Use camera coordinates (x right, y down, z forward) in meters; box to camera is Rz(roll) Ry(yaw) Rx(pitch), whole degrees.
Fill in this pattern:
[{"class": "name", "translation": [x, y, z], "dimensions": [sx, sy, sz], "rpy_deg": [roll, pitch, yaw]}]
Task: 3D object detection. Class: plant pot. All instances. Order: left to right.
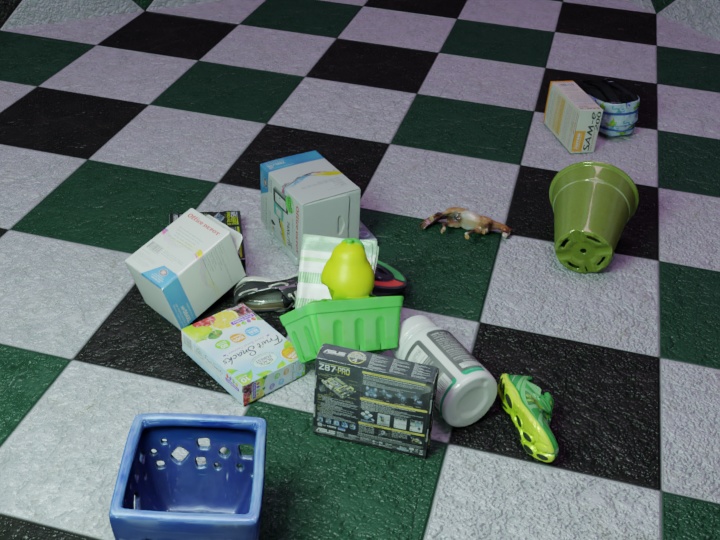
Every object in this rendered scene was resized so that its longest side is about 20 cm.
[{"class": "plant pot", "translation": [-0.230, 0.334, 1.318], "dimensions": [0.197, 0.182, 0.201], "rpy_deg": [1, 34, -1]}, {"class": "plant pot", "translation": [0.496, -0.100, 2.045], "dimensions": [0.198, 0.201, 0.191], "rpy_deg": [11, 48, 12]}]

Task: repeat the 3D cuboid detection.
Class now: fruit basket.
[{"class": "fruit basket", "translation": [-0.031, 0.052, 1.669], "dimensions": [0.214, 0.218, 0.155], "rpy_deg": [-21, -2, -32]}]

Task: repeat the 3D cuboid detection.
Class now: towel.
[{"class": "towel", "translation": [-0.048, 0.035, 1.799], "dimensions": [0.151, 0.203, 0.023], "rpy_deg": [5, -9, 5]}]

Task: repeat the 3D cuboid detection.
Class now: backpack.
[{"class": "backpack", "translation": [0.699, -0.459, 2.626], "dimensions": [0.161, 0.156, 0.200], "rpy_deg": [-5, 13, -15]}]

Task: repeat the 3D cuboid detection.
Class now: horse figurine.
[{"class": "horse figurine", "translation": [0.236, -0.107, 2.122], "dimensions": [0.198, 0.051, 0.132], "rpy_deg": [14, 22, 26]}]

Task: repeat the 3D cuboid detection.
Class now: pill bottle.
[{"class": "pill bottle", "translation": [0.141, 0.171, 1.650], "dimensions": [0.112, 0.114, 0.200], "rpy_deg": [-15, 38, -25]}]

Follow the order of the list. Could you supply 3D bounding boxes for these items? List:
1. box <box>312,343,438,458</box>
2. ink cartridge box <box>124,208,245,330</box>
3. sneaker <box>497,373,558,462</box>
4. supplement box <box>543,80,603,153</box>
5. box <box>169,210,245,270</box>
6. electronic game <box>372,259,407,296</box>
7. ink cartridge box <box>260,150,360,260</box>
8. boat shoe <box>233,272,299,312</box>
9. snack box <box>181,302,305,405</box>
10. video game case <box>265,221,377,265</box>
[{"class": "box", "translation": [0.022, 0.214, 1.534], "dimensions": [0.198, 0.163, 0.049], "rpy_deg": [10, 34, 12]}, {"class": "ink cartridge box", "translation": [-0.327, -0.012, 1.824], "dimensions": [0.128, 0.126, 0.200], "rpy_deg": [31, 60, 35]}, {"class": "sneaker", "translation": [0.297, 0.239, 1.598], "dimensions": [0.083, 0.075, 0.201], "rpy_deg": [-8, 35, -9]}, {"class": "supplement box", "translation": [0.576, -0.420, 2.554], "dimensions": [0.073, 0.127, 0.201], "rpy_deg": [-4, 35, -13]}, {"class": "box", "translation": [-0.330, -0.057, 2.013], "dimensions": [0.158, 0.045, 0.201], "rpy_deg": [-3, 35, -10]}, {"class": "electronic game", "translation": [0.000, 0.000, 1.908], "dimensions": [0.198, 0.042, 0.200], "rpy_deg": [17, 16, -5]}, {"class": "ink cartridge box", "translation": [-0.109, -0.140, 2.022], "dimensions": [0.145, 0.148, 0.200], "rpy_deg": [-17, 38, -27]}, {"class": "boat shoe", "translation": [-0.152, 0.047, 1.846], "dimensions": [0.197, 0.075, 0.061], "rpy_deg": [1, 34, 1]}, {"class": "snack box", "translation": [-0.214, 0.148, 1.709], "dimensions": [0.141, 0.053, 0.199], "rpy_deg": [-25, 44, -34]}, {"class": "video game case", "translation": [-0.089, -0.086, 2.094], "dimensions": [0.198, 0.024, 0.182], "rpy_deg": [-13, 38, -23]}]
